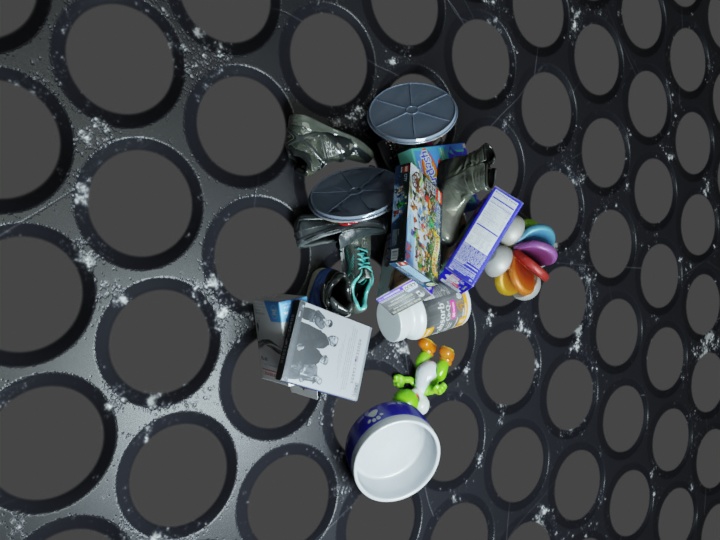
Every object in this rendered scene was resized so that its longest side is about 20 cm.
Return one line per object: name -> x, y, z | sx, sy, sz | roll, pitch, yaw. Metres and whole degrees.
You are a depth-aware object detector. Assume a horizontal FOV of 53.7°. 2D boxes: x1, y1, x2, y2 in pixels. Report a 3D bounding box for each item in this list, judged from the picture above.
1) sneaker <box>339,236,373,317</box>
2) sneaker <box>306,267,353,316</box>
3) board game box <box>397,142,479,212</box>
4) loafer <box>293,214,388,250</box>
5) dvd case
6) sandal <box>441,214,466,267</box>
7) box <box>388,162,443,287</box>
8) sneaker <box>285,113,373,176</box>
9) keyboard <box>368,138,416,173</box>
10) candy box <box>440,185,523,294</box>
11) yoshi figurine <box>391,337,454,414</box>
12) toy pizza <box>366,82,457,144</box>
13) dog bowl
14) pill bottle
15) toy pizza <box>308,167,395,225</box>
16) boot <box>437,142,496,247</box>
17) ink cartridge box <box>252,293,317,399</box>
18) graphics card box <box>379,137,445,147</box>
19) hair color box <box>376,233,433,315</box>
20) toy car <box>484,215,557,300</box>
sneaker -> 0.000, 0.000, 1.501 | 0.076, 0.090, 0.206 | 10, 86, -33
sneaker -> -0.072, 0.096, 1.445 | 0.076, 0.110, 0.205 | 20, 81, -31
board game box -> 0.174, -0.192, 1.548 | 0.198, 0.044, 0.156 | -16, 92, -45
loafer -> -0.039, -0.076, 1.457 | 0.195, 0.068, 0.072 | -3, 73, -10
dvd case -> -0.066, 0.157, 1.371 | 0.198, 0.024, 0.154 | 24, 73, -41
sandal -> 0.214, -0.092, 1.642 | 0.081, 0.054, 0.206 | 4, 94, -55
box -> 0.111, -0.086, 1.379 | 0.136, 0.037, 0.205 | 30, 58, -50
sneaker -> -0.068, -0.234, 1.462 | 0.196, 0.076, 0.117 | 16, 84, -29
keyboard -> 0.086, -0.194, 1.562 | 0.125, 0.021, 0.203 | -25, 110, 5
candy box -> 0.247, -0.061, 1.498 | 0.076, 0.169, 0.202 | 33, 84, 4
yoshi figurine -> 0.131, 0.254, 1.594 | 0.110, 0.112, 0.203 | 28, 78, -14
toy pizza -> 0.111, -0.332, 1.528 | 0.199, 0.199, 0.032 | -40, 147, -25
dog bowl -> 0.068, 0.386, 1.522 | 0.195, 0.079, 0.205 | -7, 114, -16
pill bottle -> 0.140, 0.088, 1.581 | 0.196, 0.115, 0.120 | -14, 99, -32
toy pizza -> -0.008, -0.147, 1.435 | 0.198, 0.199, 0.032 | -32, 131, -27
boot -> 0.215, -0.158, 1.456 | 0.067, 0.129, 0.205 | 21, 67, -39
ink cartridge box -> -0.147, 0.154, 1.393 | 0.067, 0.115, 0.206 | -11, 97, -34
graphics card box -> 0.135, -0.260, 1.608 | 0.125, 0.050, 0.202 | -41, 111, -25
hair color box -> 0.101, -0.015, 1.506 | 0.065, 0.108, 0.203 | 40, 38, -27
toy car -> 0.408, -0.032, 1.733 | 0.174, 0.149, 0.203 | 33, 74, -29
